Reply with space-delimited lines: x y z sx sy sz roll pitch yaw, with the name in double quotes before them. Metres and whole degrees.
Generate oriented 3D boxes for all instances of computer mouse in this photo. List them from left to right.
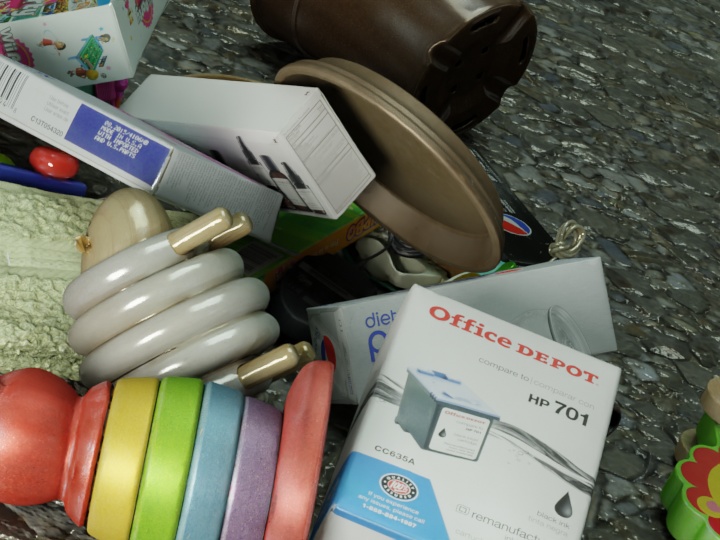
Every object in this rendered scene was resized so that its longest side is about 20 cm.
"computer mouse" 0.000 0.000 1.689 0.059 0.034 0.200 36 44 15

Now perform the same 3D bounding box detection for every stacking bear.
"stacking bear" -0.125 0.105 1.324 0.199 0.122 0.114 11 37 -4

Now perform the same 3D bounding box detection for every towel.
"towel" -0.176 0.009 1.514 0.200 0.037 0.149 10 47 -29

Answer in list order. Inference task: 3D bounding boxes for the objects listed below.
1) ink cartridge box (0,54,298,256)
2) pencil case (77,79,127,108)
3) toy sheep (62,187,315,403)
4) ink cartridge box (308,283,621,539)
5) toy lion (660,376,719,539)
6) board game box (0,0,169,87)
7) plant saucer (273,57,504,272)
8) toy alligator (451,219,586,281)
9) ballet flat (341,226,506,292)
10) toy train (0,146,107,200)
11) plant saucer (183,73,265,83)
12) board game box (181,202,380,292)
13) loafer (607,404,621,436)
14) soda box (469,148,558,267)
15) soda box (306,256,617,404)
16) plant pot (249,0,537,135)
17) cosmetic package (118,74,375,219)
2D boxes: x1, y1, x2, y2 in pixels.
"ink cartridge box" -0.154 -0.082 1.608 0.196 0.043 0.200 27 3 29
"pencil case" -0.220 -0.180 1.875 0.088 0.089 0.200 18 26 -9
"toy sheep" -0.107 0.043 1.421 0.138 0.138 0.200 -14 76 -54
"ink cartridge box" 0.062 0.122 1.406 0.146 0.086 0.200 22 44 -1
"toy lion" 0.301 0.167 1.625 0.199 0.069 0.192 18 31 -11
"board game box" -0.253 -0.182 1.739 0.199 0.064 0.148 -8 28 12
"plant saucer" 0.024 -0.076 1.613 0.200 0.029 0.200 38 -16 13
"toy alligator" 0.081 0.028 1.668 0.200 0.059 0.054 -43 27 -29
"ballet flat" 0.059 0.012 1.740 0.200 0.068 0.070 32 34 32
"toy train" -0.230 -0.050 1.612 0.200 0.085 0.116 12 9 -31
"plant saucer" -0.069 -0.096 1.887 0.200 0.036 0.200 19 23 -8
"board game box" -0.052 -0.040 1.719 0.095 0.030 0.200 27 41 29
"loafer" 0.132 0.109 1.584 0.063 0.072 0.200 30 21 8
"soda box" 0.092 -0.027 1.846 0.071 0.063 0.200 8 27 -29
"soda box" 0.069 0.040 1.583 0.199 0.068 0.063 -10 1 -24
"plant pot" 0.038 -0.231 2.097 0.200 0.201 0.198 -7 44 -48
"cosmetic package" -0.085 -0.088 1.649 0.200 0.083 0.051 9 50 51
